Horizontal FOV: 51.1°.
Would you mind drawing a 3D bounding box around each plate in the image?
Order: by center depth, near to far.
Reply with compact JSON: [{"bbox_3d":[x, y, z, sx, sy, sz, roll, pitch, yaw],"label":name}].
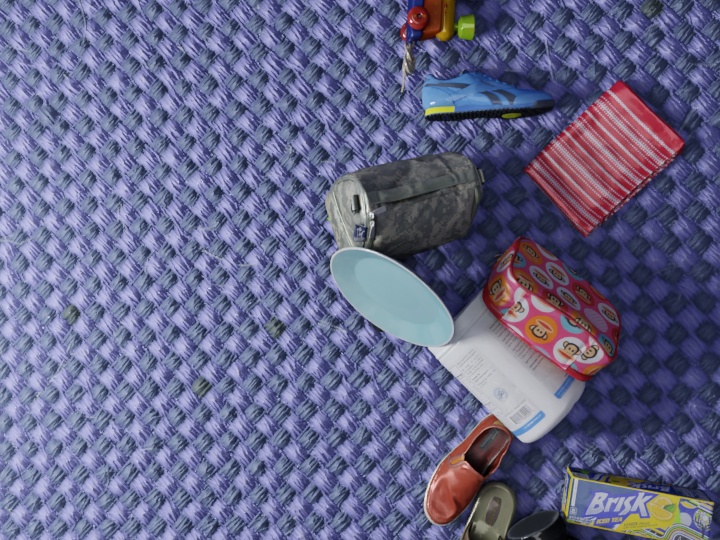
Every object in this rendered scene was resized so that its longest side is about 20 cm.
[{"bbox_3d":[0.046,0.032,1.038,0.199,0.201,0.026,32,64,7],"label":"plate"}]

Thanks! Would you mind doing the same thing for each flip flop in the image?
[{"bbox_3d":[0.187,0.418,1.131,0.080,0.058,0.202,17,92,8],"label":"flip flop"}]

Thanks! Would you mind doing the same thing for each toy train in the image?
[{"bbox_3d":[0.122,-0.366,1.144,0.114,0.085,0.202,3,90,-5],"label":"toy train"}]

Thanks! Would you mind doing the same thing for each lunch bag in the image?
[{"bbox_3d":[0.059,-0.094,1.070,0.198,0.168,0.141,-15,82,-18],"label":"lunch bag"},{"bbox_3d":[0.276,0.043,1.071,0.199,0.176,0.082,38,124,-2],"label":"lunch bag"}]

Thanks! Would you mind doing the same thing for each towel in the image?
[{"bbox_3d":[0.365,-0.169,1.130,0.200,0.022,0.145,-43,83,6],"label":"towel"}]

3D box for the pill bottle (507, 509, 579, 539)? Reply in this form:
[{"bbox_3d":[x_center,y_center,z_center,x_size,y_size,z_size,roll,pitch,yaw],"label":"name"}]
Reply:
[{"bbox_3d":[0.293,0.459,1.089,0.111,0.112,0.202,-26,86,7],"label":"pill bottle"}]

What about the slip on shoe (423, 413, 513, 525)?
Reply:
[{"bbox_3d":[0.162,0.300,1.135,0.074,0.061,0.201,38,96,5],"label":"slip on shoe"}]

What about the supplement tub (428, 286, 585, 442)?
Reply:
[{"bbox_3d":[0.212,0.136,1.095,0.200,0.132,0.132,45,95,7],"label":"supplement tub"}]

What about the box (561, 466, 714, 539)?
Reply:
[{"bbox_3d":[0.399,0.343,1.099,0.198,0.064,0.071,8,90,9],"label":"box"}]

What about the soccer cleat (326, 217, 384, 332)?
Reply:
[{"bbox_3d":[0.000,0.000,1.165,0.080,0.067,0.202,-15,81,17],"label":"soccer cleat"}]

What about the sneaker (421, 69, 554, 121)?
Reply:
[{"bbox_3d":[0.191,-0.269,1.135,0.198,0.066,0.079,1,86,8],"label":"sneaker"}]
